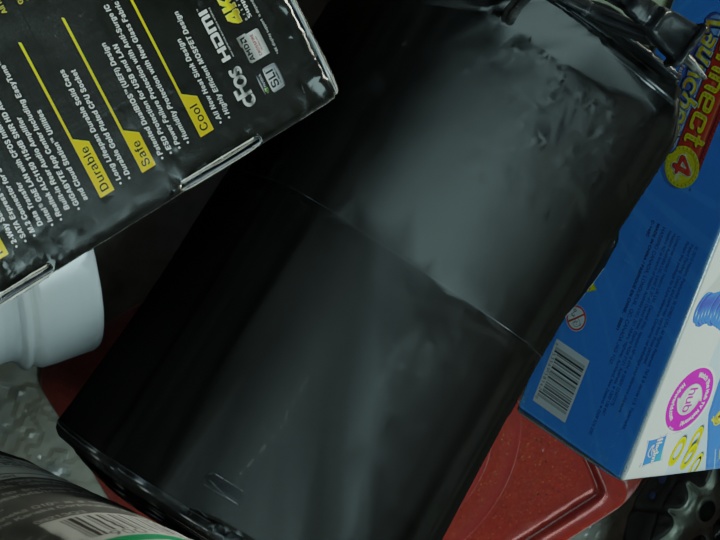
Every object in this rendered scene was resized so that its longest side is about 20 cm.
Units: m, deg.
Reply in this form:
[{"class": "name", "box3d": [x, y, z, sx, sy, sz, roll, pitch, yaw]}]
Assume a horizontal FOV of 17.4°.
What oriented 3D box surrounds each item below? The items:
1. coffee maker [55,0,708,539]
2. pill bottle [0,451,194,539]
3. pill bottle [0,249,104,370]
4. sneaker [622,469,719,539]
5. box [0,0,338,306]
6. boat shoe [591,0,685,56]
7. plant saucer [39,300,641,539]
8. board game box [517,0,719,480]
[{"class": "coffee maker", "box3d": [0.000, 0.000, 0.739, 0.134, 0.192, 0.201, 30, 84, 4]}, {"class": "pill bottle", "box3d": [-0.111, 0.117, 0.718, 0.112, 0.200, 0.114, -6, 100, -32]}, {"class": "pill bottle", "box3d": [-0.186, 0.011, 0.723, 0.199, 0.112, 0.113, -17, 121, -17]}, {"class": "sneaker", "box3d": [0.126, 0.162, 0.977, 0.085, 0.077, 0.200, 29, 105, -43]}, {"class": "box", "box3d": [-0.118, -0.097, 0.655, 0.159, 0.049, 0.201, -33, 106, -17]}, {"class": "boat shoe", "box3d": [0.085, -0.114, 0.818, 0.199, 0.062, 0.072, 12, 106, -46]}, {"class": "plant saucer", "box3d": [0.008, 0.066, 0.893, 0.199, 0.037, 0.201, -31, 125, -8]}, {"class": "board game box", "box3d": [0.170, -0.027, 0.874, 0.195, 0.056, 0.201, -1, 117, -46]}]
